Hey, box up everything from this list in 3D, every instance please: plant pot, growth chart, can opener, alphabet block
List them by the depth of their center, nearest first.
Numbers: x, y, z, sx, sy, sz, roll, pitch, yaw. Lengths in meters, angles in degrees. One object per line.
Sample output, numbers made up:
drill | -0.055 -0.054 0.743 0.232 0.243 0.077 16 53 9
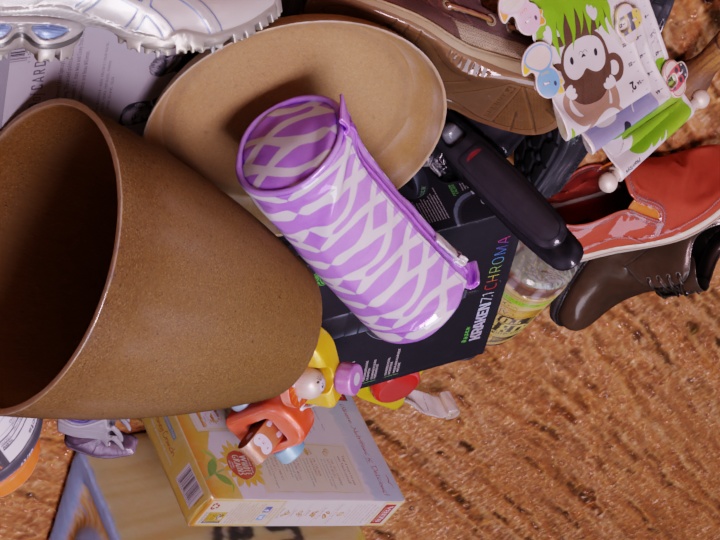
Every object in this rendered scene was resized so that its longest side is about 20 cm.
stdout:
plant pot | -0.124 0.014 1.225 0.199 0.187 0.187 18 126 -40
plant pot | -0.044 -0.095 1.282 0.198 0.028 0.201 -10 143 -8
growth chart | 0.156 -0.153 1.319 0.145 0.018 0.201 -46 122 -31
can opener | 0.086 -0.067 1.343 0.079 0.200 0.063 -46 129 10
alphabet block | -0.123 0.250 1.616 0.198 0.197 0.196 -9 144 -29

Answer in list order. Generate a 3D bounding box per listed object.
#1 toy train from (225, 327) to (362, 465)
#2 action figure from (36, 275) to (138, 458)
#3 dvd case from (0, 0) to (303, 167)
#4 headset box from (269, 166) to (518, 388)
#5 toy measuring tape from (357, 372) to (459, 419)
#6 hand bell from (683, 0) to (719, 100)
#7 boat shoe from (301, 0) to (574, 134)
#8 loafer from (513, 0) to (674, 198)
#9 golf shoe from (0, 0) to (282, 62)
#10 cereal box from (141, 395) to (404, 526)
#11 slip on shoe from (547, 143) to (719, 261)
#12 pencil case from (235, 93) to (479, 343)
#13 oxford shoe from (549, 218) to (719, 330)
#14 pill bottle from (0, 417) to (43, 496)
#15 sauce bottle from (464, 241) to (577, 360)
toy train | -0.086 0.065 1.392 0.149 0.056 0.200 -16 122 42
action figure | -0.185 0.051 1.362 0.069 0.131 0.201 10 152 16
dvd case | -0.137 -0.122 1.247 0.198 0.025 0.151 -11 144 -25
headset box | 0.000 0.000 1.460 0.198 0.093 0.175 -14 144 -22
toy measuring tape | 0.040 0.077 1.623 0.073 0.074 0.199 -41 146 19
hand bell | 0.266 -0.162 1.471 0.103 0.105 0.200 -6 153 -32
boat shoe | 0.052 -0.154 1.314 0.198 0.073 0.072 17 144 -22
loafer | 0.166 -0.129 1.434 0.070 0.068 0.202 0 135 -26
golf shoe | -0.131 -0.172 1.126 0.198 0.078 0.098 -7 114 -29
cereal box | -0.072 0.128 1.534 0.199 0.145 0.040 9 133 -44
slip on shoe | 0.215 -0.058 1.574 0.198 0.074 0.061 -16 143 -11
pencil case | 0.000 -0.030 1.284 0.085 0.085 0.200 -16 143 24
oxford shoe | 0.240 -0.006 1.651 0.200 0.085 0.072 -40 148 19
pill bottle | -0.275 0.080 1.342 0.105 0.107 0.201 -25 148 -6
sauce bottle | 0.108 0.021 1.565 0.064 0.065 0.200 -16 163 -20
